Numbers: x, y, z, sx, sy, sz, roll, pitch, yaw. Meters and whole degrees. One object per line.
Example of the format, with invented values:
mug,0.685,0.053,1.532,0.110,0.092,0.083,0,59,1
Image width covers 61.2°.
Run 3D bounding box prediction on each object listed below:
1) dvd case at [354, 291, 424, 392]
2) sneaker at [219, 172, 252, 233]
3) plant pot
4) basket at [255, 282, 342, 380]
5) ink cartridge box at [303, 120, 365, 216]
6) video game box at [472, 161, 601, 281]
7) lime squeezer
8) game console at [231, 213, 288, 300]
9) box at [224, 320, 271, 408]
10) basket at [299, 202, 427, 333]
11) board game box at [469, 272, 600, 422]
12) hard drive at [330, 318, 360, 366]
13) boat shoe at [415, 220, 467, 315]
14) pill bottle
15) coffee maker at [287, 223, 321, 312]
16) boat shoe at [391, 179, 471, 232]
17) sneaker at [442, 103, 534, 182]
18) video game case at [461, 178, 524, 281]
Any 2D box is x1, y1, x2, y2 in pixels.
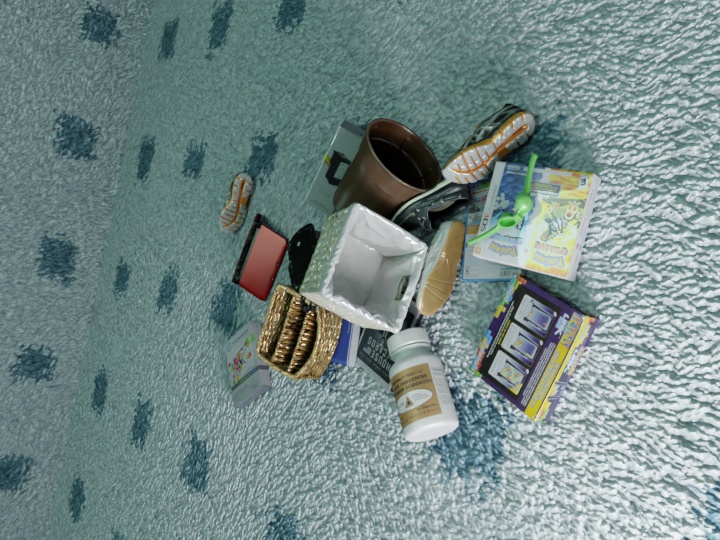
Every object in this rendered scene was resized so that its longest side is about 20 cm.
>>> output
dvd case,0.062,0.145,1.370,0.149,0.024,0.205,32,105,48
sneaker,-0.401,-0.217,1.948,0.205,0.077,0.077,-66,30,9
plant pot,0.045,-0.191,1.352,0.199,0.196,0.205,-47,50,39
basket,-0.146,0.155,1.458,0.143,0.146,0.205,41,114,52
ink cartridge box,-0.054,-0.256,1.500,0.204,0.081,0.146,-62,5,18
video game box,0.314,-0.094,1.106,0.197,0.046,0.188,16,94,41
lime squeezer,0.267,-0.112,1.096,0.071,0.037,0.202,48,113,36
game console,-0.298,-0.043,1.826,0.173,0.116,0.204,-108,41,-72
box,-0.329,0.273,1.773,0.155,0.040,0.205,-38,54,36
basket,0.000,0.000,1.255,0.160,0.197,0.203,-7,58,61
board game box,0.303,0.133,1.078,0.164,0.056,0.205,36,108,44
hard drive,-0.069,0.154,1.498,0.198,0.025,0.137,2,83,56
boat shoe,0.159,-0.006,1.265,0.069,0.070,0.205,14,79,59
pill bottle,0.118,0.227,1.222,0.114,0.112,0.205,-36,56,37
coffee maker,-0.061,0.009,1.409,0.133,0.196,0.199,-5,77,48
boat shoe,0.149,-0.119,1.269,0.196,0.074,0.068,-30,60,21
sneaker,0.243,-0.248,1.191,0.197,0.078,0.078,-34,45,9
video game case,0.266,-0.081,1.196,0.141,0.017,0.207,-2,80,49
